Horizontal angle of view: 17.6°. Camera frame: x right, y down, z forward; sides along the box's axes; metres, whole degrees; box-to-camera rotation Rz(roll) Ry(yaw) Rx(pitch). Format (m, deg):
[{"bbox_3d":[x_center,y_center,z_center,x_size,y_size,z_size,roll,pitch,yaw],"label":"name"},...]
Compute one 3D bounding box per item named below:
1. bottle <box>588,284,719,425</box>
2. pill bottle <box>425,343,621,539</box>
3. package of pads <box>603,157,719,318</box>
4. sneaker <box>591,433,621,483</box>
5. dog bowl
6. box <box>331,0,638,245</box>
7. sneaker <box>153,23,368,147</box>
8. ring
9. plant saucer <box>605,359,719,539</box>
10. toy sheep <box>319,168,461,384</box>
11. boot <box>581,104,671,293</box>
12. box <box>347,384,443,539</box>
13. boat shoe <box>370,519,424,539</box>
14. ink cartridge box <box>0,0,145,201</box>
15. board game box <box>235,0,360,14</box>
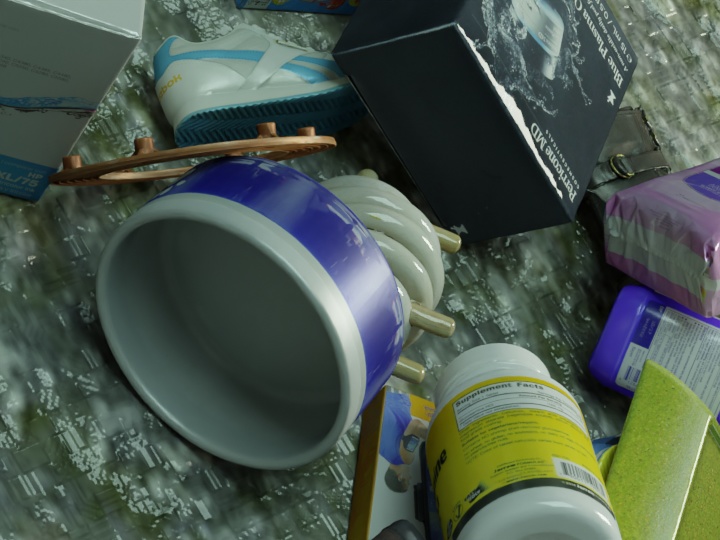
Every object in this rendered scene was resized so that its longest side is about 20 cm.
[{"bbox_3d":[0.275,0.082,1.757,0.199,0.084,0.065,23,5,9],"label":"bottle"},{"bbox_3d":[0.103,0.139,1.549,0.112,0.113,0.200,20,27,-18],"label":"pill bottle"},{"bbox_3d":[0.296,-0.035,1.775,0.199,0.076,0.120,-18,34,-32],"label":"package of pads"},{"bbox_3d":[0.193,0.150,1.700,0.199,0.082,0.075,3,77,-55],"label":"sneaker"},{"bbox_3d":[-0.073,0.028,1.540,0.200,0.200,0.079,43,46,2],"label":"dog bowl"},{"bbox_3d":[0.101,-0.162,1.775,0.197,0.117,0.201,55,42,-30],"label":"box"},{"bbox_3d":[-0.062,-0.146,1.748,0.199,0.077,0.081,-7,62,-36],"label":"sneaker"},{"bbox_3d":[-0.116,-0.080,1.595,0.199,0.200,0.019,-8,90,-34],"label":"ring"},{"bbox_3d":[0.235,0.198,1.637,0.200,0.048,0.201,56,42,-35],"label":"plant saucer"},{"bbox_3d":[0.000,0.000,1.655,0.137,0.138,0.201,24,35,-15],"label":"toy sheep"},{"bbox_3d":[0.252,-0.059,1.881,0.199,0.069,0.175,-6,63,-32],"label":"boot"},{"bbox_3d":[0.051,0.187,1.616,0.118,0.042,0.201,21,49,-18],"label":"box"},{"bbox_3d":[0.064,0.251,1.526,0.065,0.072,0.201,-42,105,-24],"label":"boat shoe"},{"bbox_3d":[-0.244,-0.175,1.574,0.145,0.200,0.148,17,53,-21],"label":"ink cartridge box"},{"bbox_3d":[-0.027,-0.303,1.886,0.194,0.056,0.201,0,60,-30],"label":"board game box"}]
